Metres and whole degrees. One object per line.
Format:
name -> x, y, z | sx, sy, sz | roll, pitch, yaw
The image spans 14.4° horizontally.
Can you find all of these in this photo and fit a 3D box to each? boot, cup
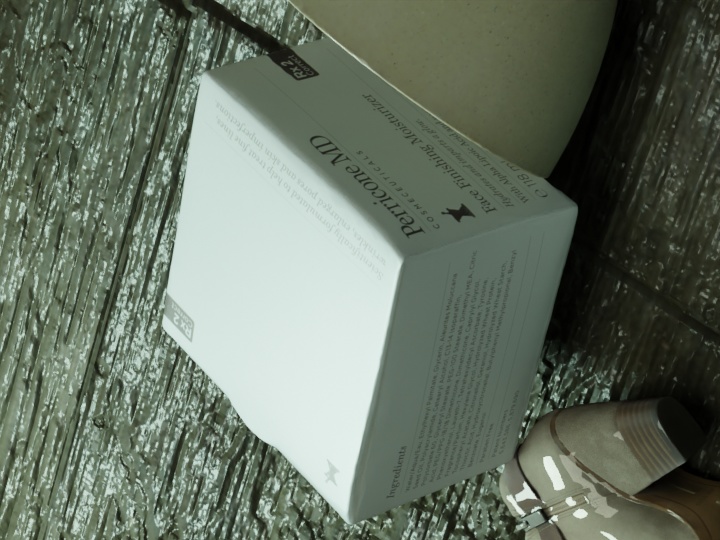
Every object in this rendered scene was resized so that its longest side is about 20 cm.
boot -> 0.168, 0.165, 1.670 | 0.146, 0.070, 0.200 | -35, 80, 46
cup -> 0.067, -0.167, 1.583 | 0.200, 0.200, 0.143 | 41, 101, 21

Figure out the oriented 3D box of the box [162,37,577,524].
box -> 0.000, 0.000, 1.661 | 0.199, 0.130, 0.200 | 44, 138, 35
